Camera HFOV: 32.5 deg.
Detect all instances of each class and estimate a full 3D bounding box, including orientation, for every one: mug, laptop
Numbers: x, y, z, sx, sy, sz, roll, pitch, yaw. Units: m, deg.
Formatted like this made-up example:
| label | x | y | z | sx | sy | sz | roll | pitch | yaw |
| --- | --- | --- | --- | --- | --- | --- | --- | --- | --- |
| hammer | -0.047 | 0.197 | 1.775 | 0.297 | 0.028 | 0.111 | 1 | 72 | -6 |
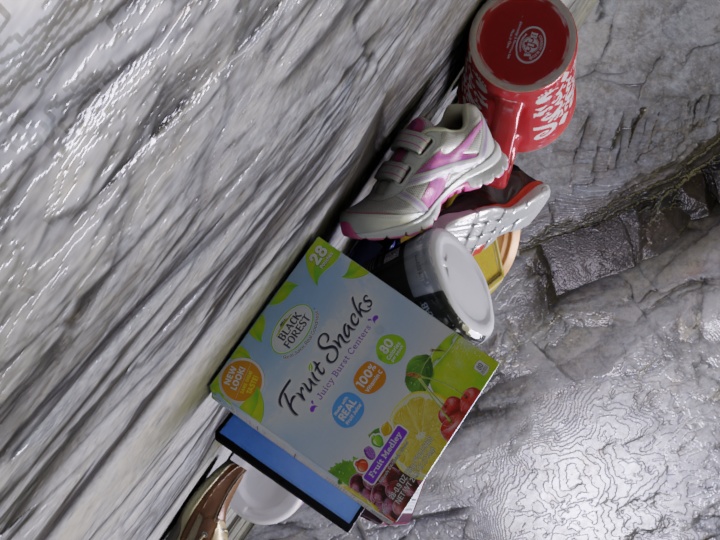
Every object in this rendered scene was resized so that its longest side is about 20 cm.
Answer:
| label | x | y | z | sx | sy | sz | roll | pitch | yaw |
| --- | --- | --- | --- | --- | --- | --- | --- | --- | --- |
| mug | 0.174 | -0.192 | 1.299 | 0.132 | 0.179 | 0.200 | -14 | 171 | 3 |
| laptop | -0.023 | 0.133 | 1.304 | 0.201 | 0.177 | 0.103 | -57 | 175 | 11 |

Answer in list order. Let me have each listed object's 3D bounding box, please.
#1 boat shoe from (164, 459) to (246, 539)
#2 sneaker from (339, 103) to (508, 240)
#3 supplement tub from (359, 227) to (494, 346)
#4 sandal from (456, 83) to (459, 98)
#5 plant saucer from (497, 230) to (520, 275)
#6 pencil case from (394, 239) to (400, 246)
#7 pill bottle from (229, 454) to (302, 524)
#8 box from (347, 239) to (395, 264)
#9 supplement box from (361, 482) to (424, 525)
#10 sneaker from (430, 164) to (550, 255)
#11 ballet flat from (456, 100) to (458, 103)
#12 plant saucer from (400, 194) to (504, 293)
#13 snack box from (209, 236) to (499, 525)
| label | x | y | z | sx | sy | sz | roll | pitch | yaw |
| --- | --- | --- | --- | --- | --- | --- | --- | --- | --- |
| boat shoe | -0.190 | 0.320 | 1.456 | 0.201 | 0.074 | 0.076 | -56 | 175 | -9 |
| sneaker | 0.052 | -0.099 | 1.204 | 0.200 | 0.089 | 0.081 | -36 | -154 | -28 |
| supplement tub | 0.021 | 0.051 | 1.220 | 0.199 | 0.123 | 0.123 | -27 | -171 | 26 |
| sandal | 0.174 | -0.250 | 1.497 | 0.200 | 0.080 | 0.054 | -43 | 145 | -54 |
| plant saucer | 0.128 | -0.071 | 1.594 | 0.037 | 0.201 | 0.201 | -9 | 144 | -35 |
| pencil case | 0.076 | -0.012 | 1.504 | 0.089 | 0.088 | 0.201 | 115 | -13 | -61 |
| pill bottle | -0.120 | 0.282 | 1.689 | 0.112 | 0.112 | 0.200 | -56 | 174 | -3 |
| box | 0.000 | 0.000 | 1.544 | 0.122 | 0.032 | 0.200 | -58 | 174 | 17 |
| supplement box | 0.029 | 0.176 | 1.406 | 0.086 | 0.110 | 0.201 | 21 | 89 | -62 |
| sneaker | 0.129 | -0.074 | 1.378 | 0.199 | 0.082 | 0.077 | -20 | 149 | -49 |
| ballet flat | 0.168 | -0.223 | 1.597 | 0.200 | 0.067 | 0.063 | -49 | 161 | -61 |
| plant saucer | 0.111 | -0.038 | 1.440 | 0.200 | 0.048 | 0.202 | -33 | 113 | -59 |
| snack box | -0.006 | 0.098 | 1.093 | 0.169 | 0.199 | 0.068 | -55 | 175 | -15 |
